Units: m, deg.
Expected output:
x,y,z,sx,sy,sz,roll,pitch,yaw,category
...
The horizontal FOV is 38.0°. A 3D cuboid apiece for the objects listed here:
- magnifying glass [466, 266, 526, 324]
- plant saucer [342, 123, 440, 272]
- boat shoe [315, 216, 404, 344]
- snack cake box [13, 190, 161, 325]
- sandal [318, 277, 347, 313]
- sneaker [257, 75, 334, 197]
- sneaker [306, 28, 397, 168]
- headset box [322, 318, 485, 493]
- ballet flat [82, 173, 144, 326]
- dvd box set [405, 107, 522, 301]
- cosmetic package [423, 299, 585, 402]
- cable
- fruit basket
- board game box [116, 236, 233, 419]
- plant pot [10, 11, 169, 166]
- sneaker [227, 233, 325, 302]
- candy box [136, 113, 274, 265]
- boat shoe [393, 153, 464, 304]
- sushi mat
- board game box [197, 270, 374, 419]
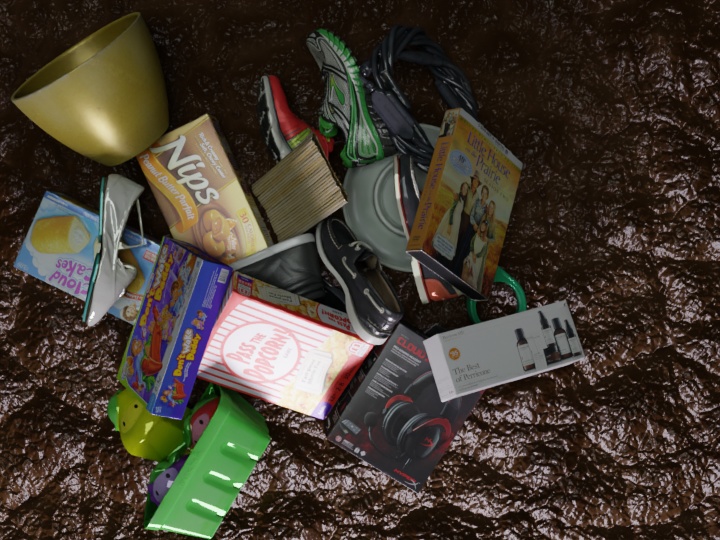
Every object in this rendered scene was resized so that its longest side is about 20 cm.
x,y,z,sx,sy,sz,roll,pitch,yaw,category
0.158,-0.004,1.380,0.079,0.022,0.201,-28,105,-9,magnifying glass
0.071,-0.098,1.396,0.198,0.050,0.202,0,92,6,plant saucer
0.000,0.000,1.356,0.060,0.074,0.201,-48,47,32,boat shoe
-0.354,-0.014,1.426,0.199,0.067,0.116,25,92,4,snack cake box
-0.047,0.047,1.412,0.200,0.043,0.076,35,94,3,sandal
-0.079,-0.172,1.408,0.084,0.077,0.201,-23,93,-14,sneaker
-0.027,-0.229,1.375,0.085,0.078,0.201,-25,75,1,sneaker
0.065,0.165,1.377,0.148,0.075,0.201,33,93,-9,headset box
-0.318,-0.024,1.363,0.069,0.069,0.202,8,91,5,ballet flat
0.135,-0.082,1.319,0.029,0.146,0.201,-3,61,44,dvd box set
0.186,0.101,1.340,0.199,0.051,0.083,-13,78,-24,cosmetic package
0.085,-0.220,1.358,0.200,0.164,0.051,46,139,-18,cable
-0.247,0.228,1.393,0.214,0.156,0.217,-2,101,-10,fruit basket
-0.240,0.070,1.334,0.045,0.134,0.201,16,94,-34,board game box
-0.333,-0.223,1.374,0.199,0.200,0.142,-31,114,5,plant pot
-0.135,0.034,1.386,0.199,0.071,0.100,-24,81,15,sneaker
-0.211,-0.097,1.418,0.115,0.055,0.201,-25,89,5,candy box
0.086,-0.055,1.332,0.062,0.071,0.201,-13,103,10,boat shoe
-0.082,-0.100,1.351,0.012,0.200,0.096,-29,90,-32,sushi mat
-0.104,0.100,1.352,0.199,0.046,0.152,21,123,-18,board game box
